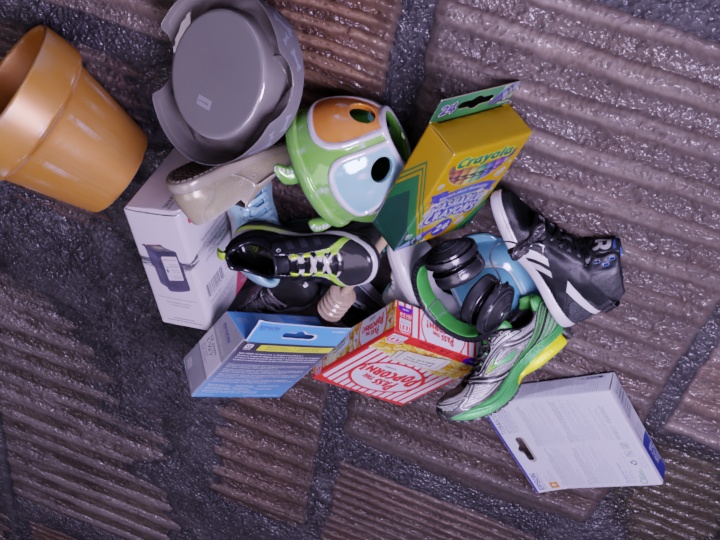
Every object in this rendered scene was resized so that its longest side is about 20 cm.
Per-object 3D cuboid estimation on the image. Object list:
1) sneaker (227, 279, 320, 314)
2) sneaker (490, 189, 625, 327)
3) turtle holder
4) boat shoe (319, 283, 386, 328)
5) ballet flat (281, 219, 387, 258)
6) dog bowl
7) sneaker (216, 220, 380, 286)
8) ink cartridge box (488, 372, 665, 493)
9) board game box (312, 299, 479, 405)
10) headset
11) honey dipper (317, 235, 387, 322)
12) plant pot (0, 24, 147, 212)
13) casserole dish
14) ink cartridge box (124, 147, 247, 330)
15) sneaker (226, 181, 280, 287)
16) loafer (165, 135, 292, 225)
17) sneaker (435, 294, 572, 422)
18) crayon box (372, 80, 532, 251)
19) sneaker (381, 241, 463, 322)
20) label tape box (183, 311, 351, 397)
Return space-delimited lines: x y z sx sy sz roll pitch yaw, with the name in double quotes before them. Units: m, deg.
"sneaker" -0.145 0.062 1.401 0.200 0.116 0.075 -15 121 49
"sneaker" 0.245 -0.033 1.191 0.112 0.073 0.200 -25 115 25
"turtle holder" -0.006 -0.116 1.173 0.131 0.141 0.186 -19 110 19
"boat shoe" 0.022 0.078 1.393 0.072 0.068 0.200 -27 116 41
"ballet flat" -0.046 -0.033 1.320 0.199 0.069 0.068 -7 127 31
"dog bowl" -0.148 -0.219 1.133 0.199 0.059 0.201 4 97 36
"sneaker" -0.077 -0.007 1.220 0.199 0.083 0.072 7 118 16
"ink cartridge box" 0.302 0.234 1.427 0.199 0.041 0.200 -13 125 34
"board game box" 0.051 0.113 1.335 0.151 0.047 0.200 20 148 -26
"headset" 0.139 0.007 1.177 0.124 0.094 0.200 50 148 2
"honey dipper" 0.000 0.000 1.263 0.038 0.038 0.200 32 138 -5
"plant pot" -0.379 -0.174 1.274 0.200 0.201 0.183 -24 134 40
"casserole dish" 0.180 0.040 1.304 0.121 0.039 0.200 -8 126 30
"ink cartridge box" -0.219 -0.045 1.336 0.084 0.145 0.201 9 134 20
"sneaker" -0.129 -0.067 1.299 0.082 0.074 0.201 36 145 43
"loafer" -0.147 -0.112 1.204 0.075 0.200 0.069 18 124 40
"sneaker" 0.164 0.108 1.246 0.085 0.200 0.078 51 169 -19
"crayon box" 0.106 -0.113 1.126 0.052 0.125 0.200 54 141 21
"sneaker" 0.061 0.024 1.311 0.088 0.075 0.200 4 143 32
"label tape box" -0.126 0.099 1.339 0.143 0.066 0.200 6 143 -36
